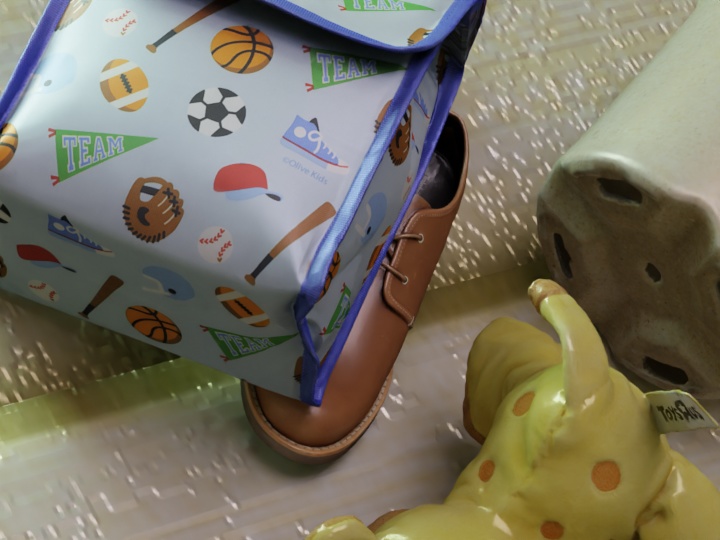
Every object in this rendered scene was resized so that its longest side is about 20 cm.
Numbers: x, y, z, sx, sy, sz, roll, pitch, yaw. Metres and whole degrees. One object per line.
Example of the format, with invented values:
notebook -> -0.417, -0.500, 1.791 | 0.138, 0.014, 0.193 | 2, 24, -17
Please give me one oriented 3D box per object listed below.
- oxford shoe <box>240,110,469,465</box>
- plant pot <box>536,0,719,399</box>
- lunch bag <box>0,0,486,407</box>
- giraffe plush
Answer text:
oxford shoe -> 0.000, 0.000, 1.311 | 0.071, 0.071, 0.200 | 27, 49, -6
plant pot -> 0.187, -0.044, 1.371 | 0.183, 0.201, 0.200 | -38, 75, -29
lunch bag -> -0.055, -0.072, 1.258 | 0.169, 0.124, 0.200 | 22, 61, 10
giraffe plush -> 0.060, 0.119, 1.202 | 0.162, 0.200, 0.173 | -40, 79, -12
